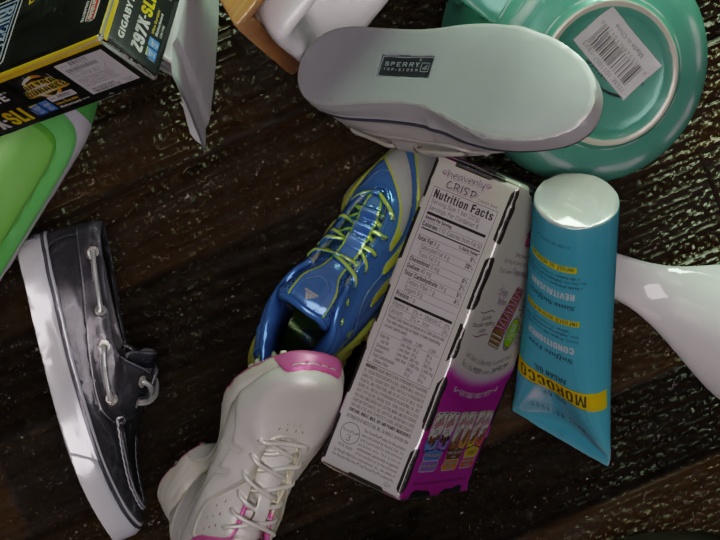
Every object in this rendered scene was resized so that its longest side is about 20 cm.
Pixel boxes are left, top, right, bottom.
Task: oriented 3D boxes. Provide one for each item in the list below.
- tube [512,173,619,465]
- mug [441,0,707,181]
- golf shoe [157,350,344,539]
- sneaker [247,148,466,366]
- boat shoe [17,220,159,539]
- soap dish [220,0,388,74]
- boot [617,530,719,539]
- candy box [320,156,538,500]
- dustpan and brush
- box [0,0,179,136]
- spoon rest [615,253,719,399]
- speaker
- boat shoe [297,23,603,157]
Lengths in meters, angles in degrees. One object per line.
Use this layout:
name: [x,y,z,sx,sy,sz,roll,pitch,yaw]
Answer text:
tube: [0.128,0.032,1.278,0.050,0.077,0.201,-34,141,-30]
mug: [0.119,-0.130,1.266,0.183,0.114,0.154,-2,106,-12]
golf shoe: [-0.061,0.127,1.271,0.075,0.092,0.200,11,139,-23]
sneaker: [0.000,0.000,1.294,0.075,0.105,0.201,34,94,4]
boat shoe: [-0.159,0.068,1.317,0.067,0.072,0.202,-15,90,1]
soap dish: [-0.008,-0.220,1.254,0.081,0.157,0.200,40,93,11]
boot: [0.241,0.280,1.364,0.184,0.064,0.202,9,100,-1]
candy box: [0.057,0.036,1.284,0.061,0.136,0.202,23,95,20]
dustpan and brush: [-0.118,-0.189,1.276,0.057,0.140,0.202,4,73,6]
box: [-0.162,-0.183,1.206,0.049,0.159,0.202,35,56,-35]
spoon rest: [0.224,0.028,1.342,0.199,0.061,0.100,23,96,-18]
speaker: [-0.243,-0.038,1.277,0.088,0.088,0.201,31,83,-6]
boat shoe: [0.057,-0.095,1.200,0.198,0.066,0.073,5,68,33]
